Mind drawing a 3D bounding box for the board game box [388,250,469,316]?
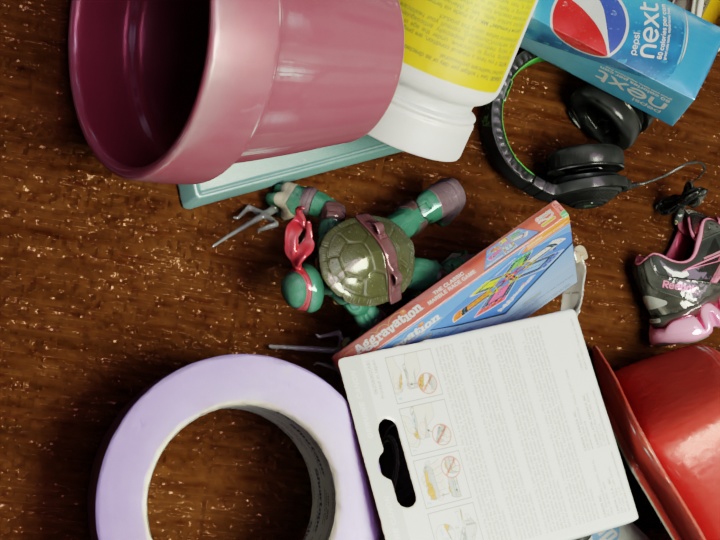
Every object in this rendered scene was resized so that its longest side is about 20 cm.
[{"bbox_3d":[0.098,0.094,1.308,0.105,0.023,0.201,-41,109,-18],"label":"board game box"}]

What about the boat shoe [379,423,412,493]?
[{"bbox_3d":[0.006,0.208,1.237,0.063,0.071,0.202,13,87,-27],"label":"boat shoe"}]

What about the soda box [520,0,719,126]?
[{"bbox_3d":[0.171,-0.191,1.270,0.199,0.068,0.065,27,78,2],"label":"soda box"}]

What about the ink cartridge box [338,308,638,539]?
[{"bbox_3d":[0.086,0.124,1.185,0.198,0.057,0.164,-11,77,-21],"label":"ink cartridge box"}]

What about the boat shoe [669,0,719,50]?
[{"bbox_3d":[0.309,-0.264,1.380,0.071,0.070,0.201,32,78,-24],"label":"boat shoe"}]

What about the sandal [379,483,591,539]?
[{"bbox_3d":[0.096,0.186,1.216,0.199,0.048,0.076,-5,105,-26],"label":"sandal"}]

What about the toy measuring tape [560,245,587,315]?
[{"bbox_3d":[0.128,0.072,1.276,0.073,0.073,0.202,16,80,-26],"label":"toy measuring tape"}]

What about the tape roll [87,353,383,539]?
[{"bbox_3d":[-0.088,0.160,1.154,0.198,0.085,0.202,2,83,-14],"label":"tape roll"}]

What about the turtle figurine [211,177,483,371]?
[{"bbox_3d":[0.000,0.000,1.212,0.198,0.100,0.151,-16,95,-29],"label":"turtle figurine"}]

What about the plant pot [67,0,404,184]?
[{"bbox_3d":[-0.077,-0.156,1.125,0.178,0.199,0.202,1,91,-38],"label":"plant pot"}]

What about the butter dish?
[{"bbox_3d":[0.287,0.138,1.291,0.147,0.200,0.200,-31,106,8],"label":"butter dish"}]

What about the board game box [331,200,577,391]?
[{"bbox_3d":[0.073,0.034,1.223,0.199,0.103,0.019,-34,62,-8],"label":"board game box"}]

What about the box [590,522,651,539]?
[{"bbox_3d":[0.182,0.305,1.346,0.156,0.041,0.201,43,72,-20],"label":"box"}]

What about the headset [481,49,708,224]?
[{"bbox_3d":[0.187,-0.099,1.334,0.198,0.094,0.125,25,76,-9],"label":"headset"}]

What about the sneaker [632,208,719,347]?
[{"bbox_3d":[0.308,-0.017,1.391,0.199,0.079,0.096,-29,92,-25],"label":"sneaker"}]

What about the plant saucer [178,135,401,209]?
[{"bbox_3d":[-0.047,-0.103,1.233,0.198,0.019,0.071,-17,99,-27],"label":"plant saucer"}]

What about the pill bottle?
[{"bbox_3d":[0.065,-0.188,1.184,0.113,0.114,0.202,14,109,-26],"label":"pill bottle"}]
